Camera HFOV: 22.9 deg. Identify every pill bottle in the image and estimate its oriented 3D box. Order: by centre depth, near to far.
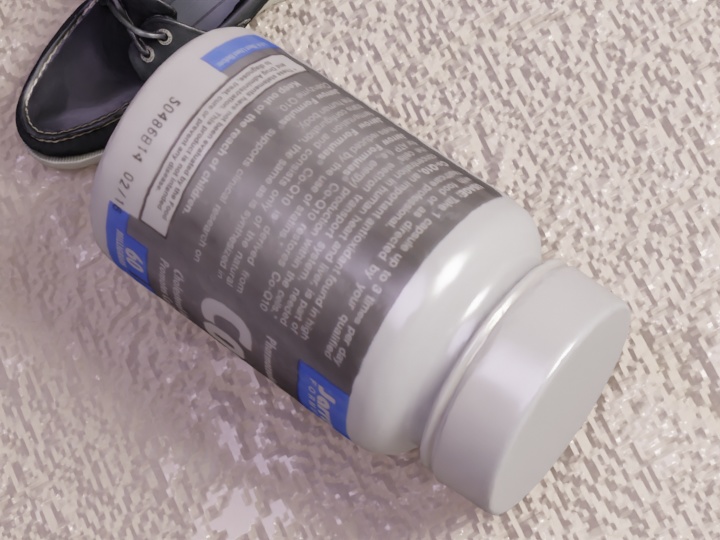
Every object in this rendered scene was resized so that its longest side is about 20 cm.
[{"bbox_3d":[0.000,0.000,0.701,0.199,0.114,0.114,35,87,21],"label":"pill bottle"}]

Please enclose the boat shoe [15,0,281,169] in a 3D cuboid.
[{"bbox_3d":[-0.080,-0.123,0.779,0.198,0.066,0.075,-34,71,5],"label":"boat shoe"}]
